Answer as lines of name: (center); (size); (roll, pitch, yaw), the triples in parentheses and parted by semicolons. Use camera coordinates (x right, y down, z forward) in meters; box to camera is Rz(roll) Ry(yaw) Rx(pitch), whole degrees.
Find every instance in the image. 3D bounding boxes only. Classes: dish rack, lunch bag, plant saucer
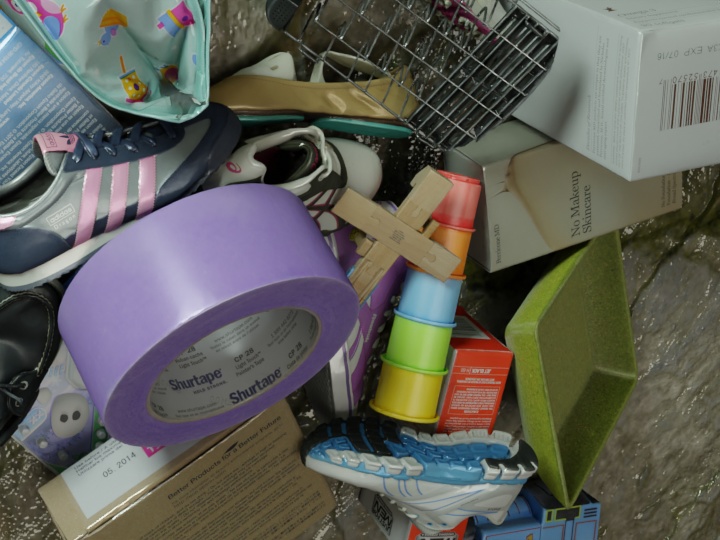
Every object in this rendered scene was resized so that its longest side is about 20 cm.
dish rack: (0.040, -0.184, 0.963); (0.200, 0.055, 0.153); (35, 130, -14)
lunch bag: (-0.174, -0.193, 0.852); (0.122, 0.170, 0.200); (-40, 120, -4)
plant saucer: (0.187, 0.074, 1.193); (0.200, 0.048, 0.201); (-49, 134, -45)

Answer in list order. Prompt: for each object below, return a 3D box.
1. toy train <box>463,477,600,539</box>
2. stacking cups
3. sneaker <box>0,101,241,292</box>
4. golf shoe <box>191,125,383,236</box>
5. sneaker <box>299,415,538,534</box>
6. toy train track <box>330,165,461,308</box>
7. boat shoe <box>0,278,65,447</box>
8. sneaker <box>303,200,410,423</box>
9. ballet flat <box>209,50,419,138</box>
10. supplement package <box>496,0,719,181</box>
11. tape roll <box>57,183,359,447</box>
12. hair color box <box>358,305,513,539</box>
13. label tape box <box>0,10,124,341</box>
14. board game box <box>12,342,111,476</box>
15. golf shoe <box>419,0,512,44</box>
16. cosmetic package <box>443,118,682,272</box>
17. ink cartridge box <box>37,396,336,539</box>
toy train: (0.136, 0.265, 1.278); (0.199, 0.087, 0.115); (-3, 104, -24)
stacking cups: (0.054, 0.020, 1.073); (0.060, 0.060, 0.201); (6, 100, -29)
sneaker: (-0.174, -0.069, 0.894); (0.200, 0.070, 0.082); (-36, 127, -12)
golf shoe: (-0.040, -0.069, 0.994); (0.199, 0.088, 0.078); (-15, 80, -47)
sneaker: (0.044, 0.176, 1.083); (0.199, 0.075, 0.087); (10, 114, -16)
toy train track: (0.000, 0.000, 1.040); (0.114, 0.033, 0.200); (32, 104, -25)
boat shoe: (-0.268, 0.087, 0.948); (0.074, 0.066, 0.199); (28, 120, -26)
sneaker: (0.008, 0.039, 1.115); (0.114, 0.073, 0.202); (-13, 117, -25)
ballet flat: (-0.045, -0.138, 1.021); (0.199, 0.069, 0.063); (0, 89, -32)
supplement package: (0.204, -0.164, 1.045); (0.116, 0.200, 0.118); (-13, 118, -22)
tape roll: (-0.106, 0.035, 0.942); (0.199, 0.085, 0.200); (-25, 154, -13)
hair color box: (0.063, 0.141, 1.169); (0.061, 0.102, 0.201); (4, 111, -26)
label tape box: (-0.231, -0.063, 0.947); (0.144, 0.063, 0.200); (-44, 126, -4)
board game box: (-0.198, 0.068, 1.047); (0.200, 0.026, 0.200); (-43, 124, -4)
golf shoe: (0.066, -0.254, 1.012); (0.092, 0.075, 0.200); (-51, 126, -3)
cosmetic package: (0.177, -0.082, 1.146); (0.199, 0.073, 0.104); (-20, 120, -20)
ink cartridge box: (-0.135, 0.185, 1.081); (0.200, 0.075, 0.165); (-34, 135, -13)
